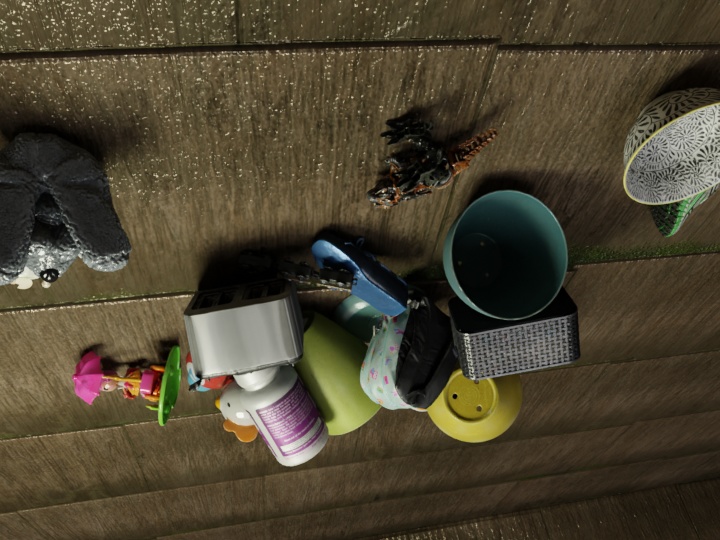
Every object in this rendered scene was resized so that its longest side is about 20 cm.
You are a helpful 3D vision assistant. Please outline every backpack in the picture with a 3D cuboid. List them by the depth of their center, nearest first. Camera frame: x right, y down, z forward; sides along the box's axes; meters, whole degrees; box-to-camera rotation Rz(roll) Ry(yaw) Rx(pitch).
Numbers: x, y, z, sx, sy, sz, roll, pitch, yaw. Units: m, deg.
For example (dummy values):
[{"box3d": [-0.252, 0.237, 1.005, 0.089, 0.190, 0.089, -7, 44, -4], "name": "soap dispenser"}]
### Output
[{"box3d": [0.088, 0.155, 1.160, 0.167, 0.201, 0.126, 37, 149, -28], "name": "backpack"}]

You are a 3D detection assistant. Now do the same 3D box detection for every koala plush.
[{"box3d": [-0.405, -0.059, 0.827, 0.176, 0.186, 0.200, -8, 168, -27], "name": "koala plush"}]

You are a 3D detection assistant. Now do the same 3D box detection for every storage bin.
[{"box3d": [0.258, 0.097, 1.084, 0.198, 0.135, 0.095, -12, 114, 4], "name": "storage bin"}]

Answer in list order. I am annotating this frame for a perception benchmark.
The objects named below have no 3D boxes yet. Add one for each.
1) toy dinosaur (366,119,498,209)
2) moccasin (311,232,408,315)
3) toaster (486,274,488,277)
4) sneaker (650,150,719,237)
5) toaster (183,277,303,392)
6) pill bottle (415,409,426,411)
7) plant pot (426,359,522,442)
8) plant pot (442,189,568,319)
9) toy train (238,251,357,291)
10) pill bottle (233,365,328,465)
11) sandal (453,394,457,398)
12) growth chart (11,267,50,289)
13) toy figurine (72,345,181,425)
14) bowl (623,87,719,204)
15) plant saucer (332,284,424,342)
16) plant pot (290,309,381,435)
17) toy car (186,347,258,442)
[{"box3d": [0.093, -0.153, 0.906, 0.200, 0.102, 0.136, -44, 153, 12], "name": "toy dinosaur"}, {"box3d": [0.000, 0.000, 1.081, 0.200, 0.069, 0.080, 42, 136, -24], "name": "moccasin"}, {"box3d": [0.279, 0.054, 1.217, 0.128, 0.114, 0.200, -26, 141, 12], "name": "toaster"}, {"box3d": [0.558, -0.130, 1.072, 0.084, 0.079, 0.201, -6, 145, -10], "name": "sneaker"}, {"box3d": [-0.189, 0.094, 1.053, 0.179, 0.200, 0.120, -11, 105, -1], "name": "toaster"}, {"box3d": [0.171, 0.221, 1.413, 0.115, 0.117, 0.200, 8, 140, -27], "name": "pill bottle"}, {"box3d": [0.211, 0.232, 1.213, 0.198, 0.202, 0.142, -18, 169, 8], "name": "plant pot"}, {"box3d": [0.217, -0.020, 1.048, 0.198, 0.202, 0.135, -3, 177, -14], "name": "plant pot"}, {"box3d": [-0.102, 0.005, 1.040, 0.198, 0.034, 0.046, 10, 156, 7], "name": "toy train"}, {"box3d": [-0.145, 0.238, 1.138, 0.111, 0.112, 0.201, -21, 111, 13], "name": "pill bottle"}, {"box3d": [0.131, 0.199, 1.328, 0.043, 0.199, 0.077, -21, 137, -54], "name": "sandal"}, {"box3d": [-0.546, -0.025, 0.924, 0.199, 0.018, 0.145, 12, 139, -32], "name": "growth chart"}, {"box3d": [-0.451, 0.210, 1.225, 0.182, 0.152, 0.200, 9, 167, -7], "name": "toy figurine"}, {"box3d": [0.466, -0.198, 0.931, 0.199, 0.095, 0.201, -8, 145, -5], "name": "bowl"}, {"box3d": [0.044, 0.093, 1.271, 0.198, 0.028, 0.201, -8, 145, -6], "name": "plant saucer"}, {"box3d": [-0.066, 0.178, 1.226, 0.186, 0.188, 0.200, -27, 117, 20], "name": "plant pot"}, {"box3d": [-0.241, 0.228, 1.217, 0.175, 0.201, 0.185, 4, 142, -22], "name": "toy car"}]
